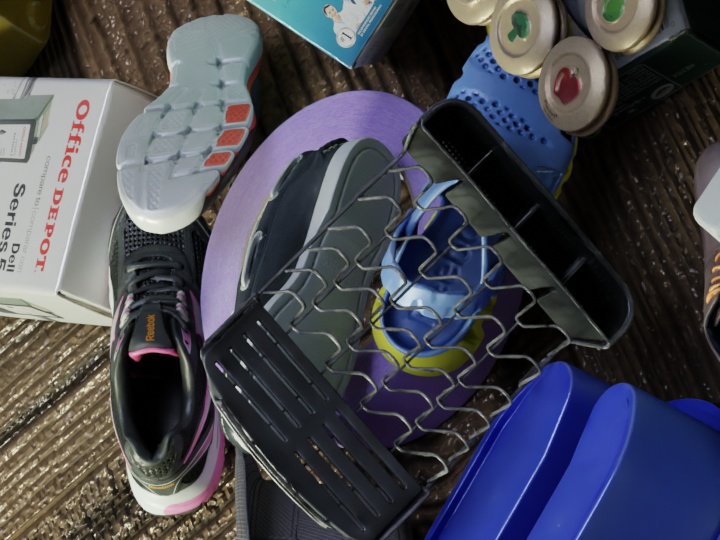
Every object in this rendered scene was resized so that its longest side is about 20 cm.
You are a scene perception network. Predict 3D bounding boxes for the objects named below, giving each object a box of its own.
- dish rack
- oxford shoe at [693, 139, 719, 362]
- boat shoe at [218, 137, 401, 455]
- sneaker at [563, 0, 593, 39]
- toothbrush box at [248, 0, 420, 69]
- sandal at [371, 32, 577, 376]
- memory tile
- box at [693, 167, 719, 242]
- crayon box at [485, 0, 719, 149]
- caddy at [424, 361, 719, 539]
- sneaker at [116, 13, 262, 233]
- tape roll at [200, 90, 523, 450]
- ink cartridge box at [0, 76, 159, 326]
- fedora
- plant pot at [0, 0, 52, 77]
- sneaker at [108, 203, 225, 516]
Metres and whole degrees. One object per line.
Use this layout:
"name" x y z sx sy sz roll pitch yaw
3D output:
"dish rack" 0.024 0.032 1.488 0.200 0.154 0.055 -44 7 -19
"oxford shoe" 0.208 0.006 1.506 0.071 0.073 0.201 -37 52 27
"boat shoe" -0.037 0.017 1.627 0.060 0.076 0.201 -5 49 43
"sneaker" 0.108 -0.219 1.605 0.074 0.087 0.201 -28 56 31
"toothbrush box" -0.057 -0.207 1.719 0.199 0.146 0.086 33 99 4
"sandal" 0.063 -0.040 1.576 0.079 0.087 0.201 18 84 9
"memory tile" 0.097 -0.182 1.542 0.200 0.017 0.154 51 123 38
"box" 0.307 -0.031 1.360 0.200 0.171 0.199 -56 46 11
"crayon box" 0.128 -0.180 1.669 0.127 0.051 0.201 -30 56 31
"caddy" 0.117 0.145 1.514 0.201 0.105 0.141 -59 28 -6
"sneaker" -0.091 -0.073 1.779 0.077 0.082 0.200 2 38 14
"tape roll" 0.000 0.000 1.706 0.199 0.066 0.201 -17 64 37
"ink cartridge box" -0.214 -0.047 1.908 0.199 0.084 0.146 4 76 43
"fedora" -0.009 0.181 1.602 0.090 0.177 0.201 -11 40 6
"plant pot" -0.316 -0.206 2.002 0.199 0.195 0.195 -9 67 30
"sneaker" -0.116 0.040 1.767 0.080 0.086 0.201 -10 69 4
